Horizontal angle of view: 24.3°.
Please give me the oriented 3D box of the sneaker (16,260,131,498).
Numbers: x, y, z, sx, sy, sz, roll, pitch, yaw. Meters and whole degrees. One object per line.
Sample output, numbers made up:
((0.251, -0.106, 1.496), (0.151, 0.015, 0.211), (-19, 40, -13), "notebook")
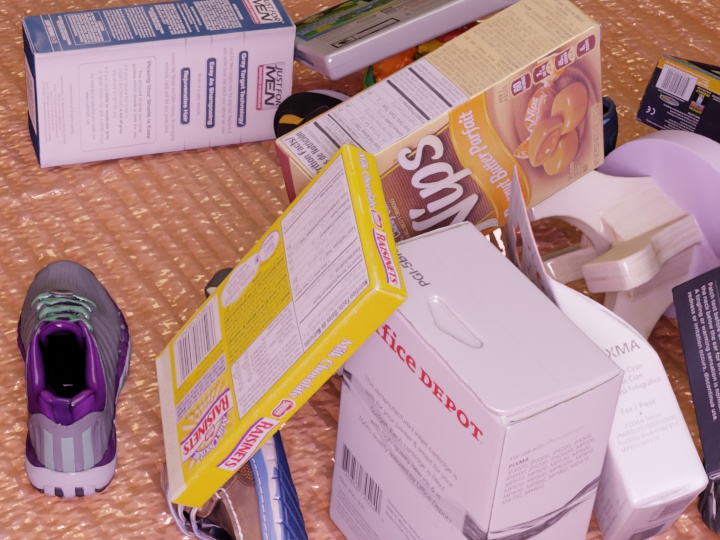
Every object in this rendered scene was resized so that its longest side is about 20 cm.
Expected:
((-0.178, 0.043, 1.047), (0.073, 0.088, 0.201), (-3, 40, -11), "sneaker")

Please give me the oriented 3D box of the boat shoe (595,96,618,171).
((0.085, -0.092, 1.167), (0.198, 0.069, 0.084), (-15, 51, -21), "boat shoe")

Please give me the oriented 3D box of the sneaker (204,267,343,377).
((-0.001, 0.019, 1.056), (0.198, 0.075, 0.085), (10, 63, 19), "sneaker")

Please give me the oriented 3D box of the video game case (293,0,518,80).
((0.043, -0.202, 1.282), (0.198, 0.022, 0.182), (-24, 19, -9), "video game case")

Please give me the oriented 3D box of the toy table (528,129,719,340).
((0.172, -0.011, 1.106), (0.116, 0.200, 0.185), (-22, 83, -21), "toy table")

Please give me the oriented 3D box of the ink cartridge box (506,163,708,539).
((0.135, 0.049, 0.963), (0.047, 0.160, 0.202), (-16, 73, -1), "ink cartridge box")

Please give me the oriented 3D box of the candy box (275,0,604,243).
((0.052, -0.070, 0.992), (0.199, 0.116, 0.055), (-32, 51, -17), "candy box")

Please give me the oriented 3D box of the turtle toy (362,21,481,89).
((0.086, -0.139, 1.291), (0.199, 0.102, 0.145), (29, 44, 26), "turtle toy")

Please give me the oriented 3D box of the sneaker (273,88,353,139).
((-0.014, -0.065, 1.213), (0.089, 0.071, 0.200), (-23, 49, -35), "sneaker")

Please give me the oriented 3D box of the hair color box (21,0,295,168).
((-0.153, -0.146, 1.272), (0.198, 0.101, 0.061), (-8, 39, -17), "hair color box")

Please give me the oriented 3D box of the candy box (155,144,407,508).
((-0.049, 0.033, 0.908), (0.026, 0.200, 0.103), (17, 42, -34), "candy box")

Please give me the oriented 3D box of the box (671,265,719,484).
((0.310, 0.050, 0.904), (0.199, 0.197, 0.124), (25, 49, -43), "box")

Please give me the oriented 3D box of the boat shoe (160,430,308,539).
((-0.077, 0.125, 0.985), (0.072, 0.073, 0.201), (-17, 46, 2), "boat shoe")

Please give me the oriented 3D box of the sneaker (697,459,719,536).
((0.267, 0.097, 1.049), (0.089, 0.079, 0.201), (17, 40, 10), "sneaker")

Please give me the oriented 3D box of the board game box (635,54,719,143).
((0.329, -0.093, 1.244), (0.199, 0.057, 0.165), (31, 17, 33), "board game box")

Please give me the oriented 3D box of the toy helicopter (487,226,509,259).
((0.000, 0.000, 1.107), (0.198, 0.134, 0.079), (-16, 6, 0), "toy helicopter")

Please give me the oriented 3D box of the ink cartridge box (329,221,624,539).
((0.057, 0.098, 0.921), (0.082, 0.202, 0.147), (-18, 45, -27), "ink cartridge box")
